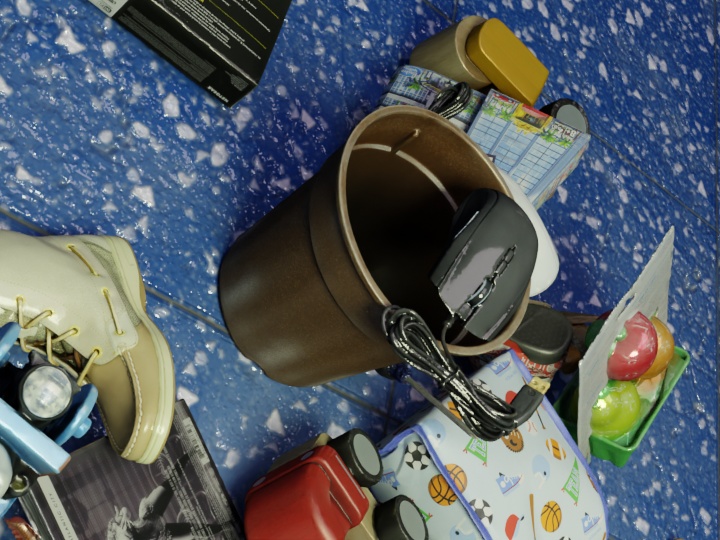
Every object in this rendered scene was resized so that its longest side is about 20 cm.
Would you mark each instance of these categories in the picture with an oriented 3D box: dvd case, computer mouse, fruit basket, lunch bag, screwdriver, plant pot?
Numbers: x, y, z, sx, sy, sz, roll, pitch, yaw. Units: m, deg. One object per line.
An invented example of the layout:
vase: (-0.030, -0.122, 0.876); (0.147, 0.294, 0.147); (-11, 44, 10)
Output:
dvd case: (-0.145, 0.182, 0.798); (0.149, 0.016, 0.200); (65, 22, 1)
computer mouse: (0.103, -0.067, 0.997); (0.110, 0.044, 0.200); (-33, 74, -16)
fruit basket: (0.243, 0.082, 1.089); (0.185, 0.094, 0.200); (-50, 143, -28)
lunch bag: (0.114, 0.201, 1.001); (0.170, 0.124, 0.200); (-32, 84, -44)
screwdriver: (0.045, 0.094, 0.958); (0.028, 0.200, 0.029); (-39, 115, -8)
computer mouse: (0.107, 0.027, 0.847); (0.141, 0.046, 0.200); (49, 45, -12)
plant pot: (0.000, 0.000, 0.935); (0.200, 0.198, 0.201); (20, 58, -35)

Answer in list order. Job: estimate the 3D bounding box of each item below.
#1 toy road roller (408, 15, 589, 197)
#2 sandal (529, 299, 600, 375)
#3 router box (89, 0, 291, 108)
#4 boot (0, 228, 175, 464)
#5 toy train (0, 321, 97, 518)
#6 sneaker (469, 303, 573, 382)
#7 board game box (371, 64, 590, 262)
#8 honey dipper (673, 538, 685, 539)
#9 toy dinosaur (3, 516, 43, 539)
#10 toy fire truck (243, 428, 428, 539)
toy road roller: (0.126, -0.143, 1.179); (0.200, 0.123, 0.146); (44, 58, -20)
sandal: (0.211, 0.074, 1.203); (0.211, 0.078, 0.070); (11, 87, -32)
router box: (-0.158, -0.261, 1.016); (0.200, 0.051, 0.149); (37, 48, -25)
boot: (-0.215, 0.043, 0.779); (0.154, 0.072, 0.200); (11, 39, -38)
toy train: (-0.232, 0.103, 0.679); (0.087, 0.200, 0.114); (43, 58, -19)
sneaker: (0.098, 0.054, 1.096); (0.201, 0.108, 0.067); (23, 60, 11)
board game box: (0.078, -0.076, 1.057); (0.200, 0.062, 0.200); (26, 68, 8)
honey dipper: (0.298, 0.336, 1.169); (0.200, 0.038, 0.038); (-37, 97, -47)
toy dinosaur: (-0.197, 0.187, 0.675); (0.105, 0.200, 0.182); (20, 16, -26)
toy fire truck: (-0.032, 0.240, 0.838); (0.176, 0.128, 0.200); (57, 21, -7)
